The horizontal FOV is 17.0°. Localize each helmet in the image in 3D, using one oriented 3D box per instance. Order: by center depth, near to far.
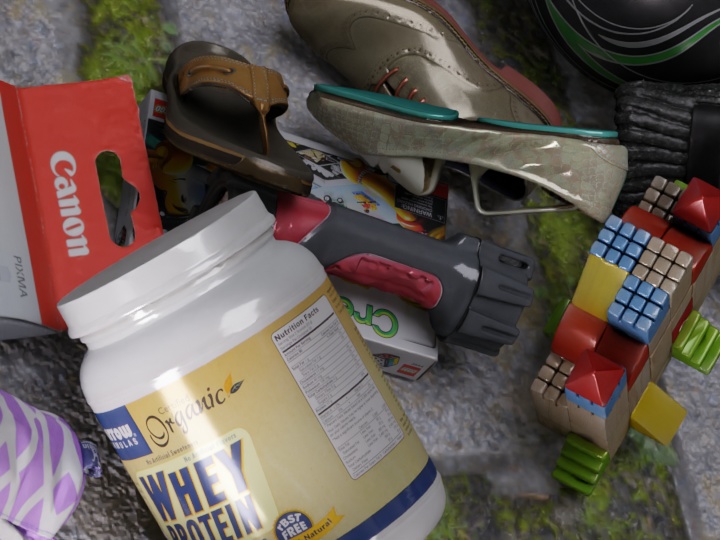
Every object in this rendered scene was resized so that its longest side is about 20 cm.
[{"bbox_3d":[0.199,-0.205,1.564,0.200,0.190,0.201,22,65,-61],"label":"helmet"}]

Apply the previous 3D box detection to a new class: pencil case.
[{"bbox_3d":[-0.223,0.087,1.187,0.200,0.084,0.086,30,42,-48],"label":"pencil case"}]

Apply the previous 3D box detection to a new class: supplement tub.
[{"bbox_3d":[-0.059,0.073,1.270,0.144,0.144,0.200,-35,98,-37],"label":"supplement tub"}]

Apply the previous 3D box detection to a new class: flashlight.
[{"bbox_3d":[0.000,0.000,1.382,0.199,0.068,0.068,20,52,-22],"label":"flashlight"}]

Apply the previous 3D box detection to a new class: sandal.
[{"bbox_3d":[-0.069,-0.099,1.373,0.081,0.055,0.200,17,21,-16],"label":"sandal"}]

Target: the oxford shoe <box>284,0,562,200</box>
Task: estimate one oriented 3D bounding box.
[{"bbox_3d":[0.037,-0.116,1.496,0.200,0.070,0.075,30,41,-9],"label":"oxford shoe"}]

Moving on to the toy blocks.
[{"bbox_3d":[0.159,0.019,1.403,0.100,0.137,0.200,28,77,15],"label":"toy blocks"}]

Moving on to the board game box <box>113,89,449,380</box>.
[{"bbox_3d":[-0.045,-0.020,1.427,0.199,0.035,0.127,16,57,-19],"label":"board game box"}]

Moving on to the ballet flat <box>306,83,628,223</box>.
[{"bbox_3d":[0.059,-0.067,1.436,0.199,0.067,0.063,10,96,10],"label":"ballet flat"}]

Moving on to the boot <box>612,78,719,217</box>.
[{"bbox_3d":[0.242,-0.029,1.548,0.157,0.212,0.079,-6,22,6],"label":"boot"}]

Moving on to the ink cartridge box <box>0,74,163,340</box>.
[{"bbox_3d":[-0.207,-0.041,1.324,0.199,0.050,0.163,-7,66,-15],"label":"ink cartridge box"}]
